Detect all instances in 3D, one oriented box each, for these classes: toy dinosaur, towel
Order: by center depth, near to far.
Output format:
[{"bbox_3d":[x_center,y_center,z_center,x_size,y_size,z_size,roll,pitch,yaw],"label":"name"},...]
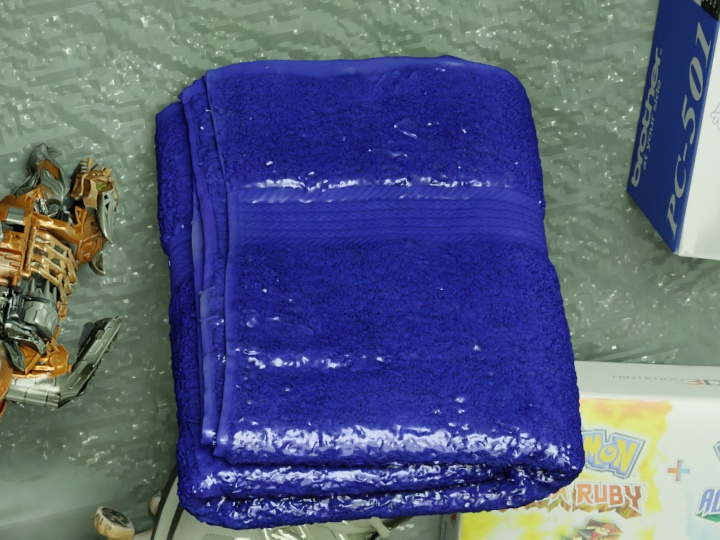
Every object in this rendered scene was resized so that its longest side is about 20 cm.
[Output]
[{"bbox_3d":[0.000,0.000,1.061,0.147,0.200,0.050,-5,139,-1],"label":"towel"},{"bbox_3d":[-0.167,0.020,1.068,0.136,0.200,0.102,30,126,5],"label":"toy dinosaur"}]

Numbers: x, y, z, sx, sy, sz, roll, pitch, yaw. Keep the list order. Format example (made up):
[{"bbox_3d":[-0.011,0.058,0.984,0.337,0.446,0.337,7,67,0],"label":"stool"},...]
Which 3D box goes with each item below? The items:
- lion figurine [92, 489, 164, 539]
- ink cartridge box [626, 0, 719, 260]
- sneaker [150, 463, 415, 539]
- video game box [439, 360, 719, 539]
[{"bbox_3d":[-0.158,0.123,1.145,0.200,0.073,0.123,27,105,-16],"label":"lion figurine"},{"bbox_3d":[0.146,-0.111,1.098,0.044,0.094,0.201,6,106,-9],"label":"ink cartridge box"},{"bbox_3d":[-0.003,0.079,1.100,0.076,0.115,0.201,35,84,-29],"label":"sneaker"},{"bbox_3d":[0.131,0.130,1.194,0.199,0.047,0.183,2,106,-8],"label":"video game box"}]
